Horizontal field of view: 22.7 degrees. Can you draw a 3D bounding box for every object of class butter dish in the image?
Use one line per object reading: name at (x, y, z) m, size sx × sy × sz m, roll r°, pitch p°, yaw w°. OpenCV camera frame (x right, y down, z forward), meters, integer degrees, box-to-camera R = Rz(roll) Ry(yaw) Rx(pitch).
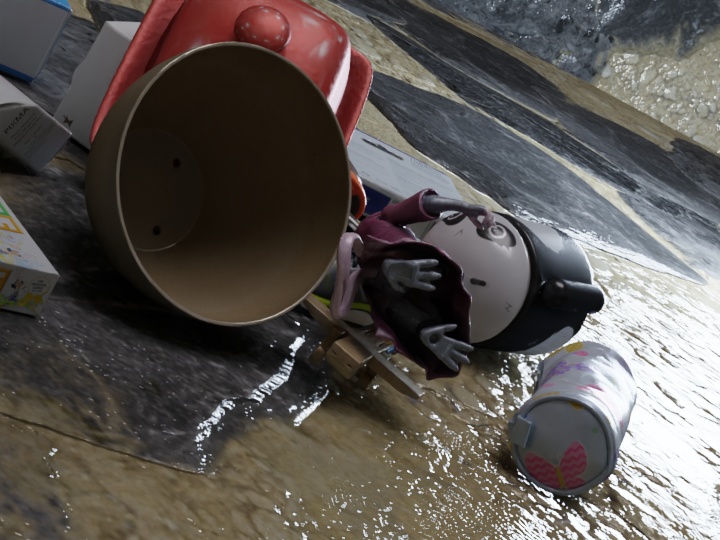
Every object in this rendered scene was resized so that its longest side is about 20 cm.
butter dish at (-0.090, -0.159, 1.434) m, size 0.199 × 0.201 × 0.148 m, roll 25°, pitch -28°, yaw -4°

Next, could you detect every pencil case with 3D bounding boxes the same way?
pencil case at (0.175, 0.116, 1.463) m, size 0.090 × 0.083 × 0.200 m, roll 33°, pitch 16°, yaw 4°

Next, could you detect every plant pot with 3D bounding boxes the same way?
plant pot at (-0.125, -0.062, 1.323) m, size 0.200 × 0.202 × 0.134 m, roll 19°, pitch -10°, yaw -36°

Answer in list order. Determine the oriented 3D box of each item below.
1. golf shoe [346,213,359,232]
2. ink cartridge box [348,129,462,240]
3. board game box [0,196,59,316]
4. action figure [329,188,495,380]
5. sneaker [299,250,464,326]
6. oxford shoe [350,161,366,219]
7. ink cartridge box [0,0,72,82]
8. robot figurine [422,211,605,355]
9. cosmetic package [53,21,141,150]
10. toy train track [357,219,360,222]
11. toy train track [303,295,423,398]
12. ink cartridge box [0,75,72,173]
golf shoe at (-0.078, -0.058, 1.523) m, size 0.199 × 0.073 × 0.092 m, roll 20°, pitch 2°, yaw -33°
ink cartridge box at (0.026, -0.092, 1.905) m, size 0.199 × 0.041 × 0.200 m, roll 26°, pitch 16°, yaw -17°
board game box at (-0.300, -0.049, 1.191) m, size 0.134 × 0.034 × 0.200 m, roll 16°, pitch 21°, yaw -44°
action figure at (0.024, 0.005, 1.385) m, size 0.148 × 0.135 × 0.200 m, roll 7°, pitch 22°, yaw -16°
sneaker at (0.000, 0.000, 1.502) m, size 0.199 × 0.081 × 0.074 m, roll 20°, pitch 18°, yaw -32°
oxford shoe at (-0.071, -0.125, 1.606) m, size 0.200 × 0.071 × 0.073 m, roll 51°, pitch 16°, yaw -26°
ink cartridge box at (-0.364, -0.270, 1.657) m, size 0.146 × 0.086 × 0.200 m, roll 22°, pitch 17°, yaw -29°
robot figurine at (0.133, 0.010, 1.630) m, size 0.199 × 0.150 × 0.125 m, roll 11°, pitch 53°, yaw -51°
cosmetic package at (-0.180, -0.159, 1.616) m, size 0.085 × 0.108 × 0.200 m, roll 36°, pitch 18°, yaw 11°
toy train track at (-0.024, -0.044, 1.697) m, size 0.200 × 0.033 × 0.115 m, roll 39°, pitch 10°, yaw 9°
toy train track at (0.002, 0.065, 1.387) m, size 0.115 × 0.033 × 0.200 m, roll 41°, pitch 11°, yaw 7°
ink cartridge box at (-0.322, -0.161, 1.357) m, size 0.162 × 0.057 × 0.200 m, roll 37°, pitch -9°, yaw 20°
